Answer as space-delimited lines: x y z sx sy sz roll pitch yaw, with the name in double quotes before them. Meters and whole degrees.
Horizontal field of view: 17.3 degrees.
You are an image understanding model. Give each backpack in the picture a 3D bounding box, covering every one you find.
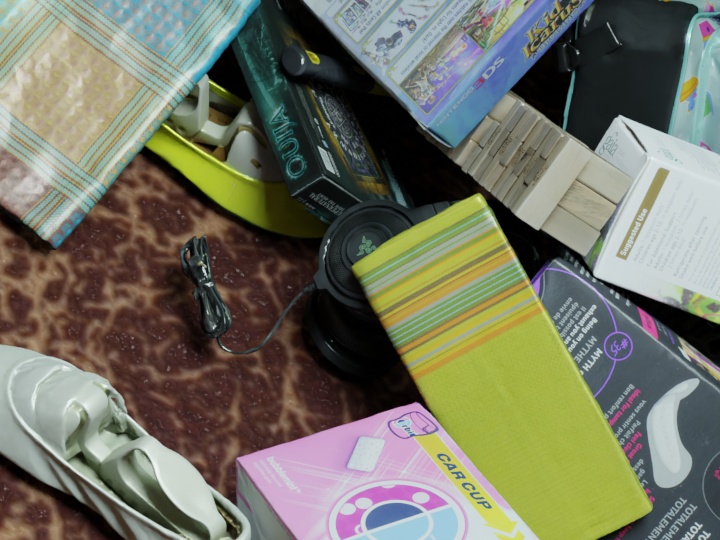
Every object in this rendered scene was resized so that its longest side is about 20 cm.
"backpack" 0.217 -0.100 1.502 0.153 0.176 0.200 14 19 24

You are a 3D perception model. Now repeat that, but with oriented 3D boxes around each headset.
"headset" 0.000 0.000 1.378 0.200 0.124 0.094 -14 62 -17

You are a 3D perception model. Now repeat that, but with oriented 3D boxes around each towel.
"towel" -0.170 -0.131 1.380 0.147 0.022 0.200 37 77 8
"towel" 0.078 0.063 1.307 0.200 0.086 0.018 61 15 -1

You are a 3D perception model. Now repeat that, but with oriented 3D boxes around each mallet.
"mallet" 0.002 -0.124 1.458 0.200 0.041 0.066 18 41 -58

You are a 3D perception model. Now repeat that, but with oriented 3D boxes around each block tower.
"block tower" 0.093 -0.068 1.385 0.058 0.054 0.200 31 8 -22

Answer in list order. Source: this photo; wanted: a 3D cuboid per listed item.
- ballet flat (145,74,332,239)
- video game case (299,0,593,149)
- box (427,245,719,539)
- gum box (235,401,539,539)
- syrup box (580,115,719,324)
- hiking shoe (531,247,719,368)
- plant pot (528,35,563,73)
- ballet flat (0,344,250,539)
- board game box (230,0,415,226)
"ballet flat" -0.091 -0.088 1.425 0.200 0.067 0.067 32 50 -4
"video game case" 0.061 -0.202 1.391 0.181 0.200 0.045 48 8 31
"box" 0.154 0.094 1.361 0.200 0.122 0.106 39 9 3
"gum box" 0.027 0.161 1.241 0.113 0.066 0.200 -16 37 -22
"syrup box" 0.227 -0.012 1.385 0.200 0.082 0.079 19 16 -16
"hiking shoe" 0.193 0.037 1.474 0.200 0.076 0.101 16 55 -15
"plant pot" 0.095 -0.204 1.517 0.200 0.186 0.187 30 35 -57
"ballet flat" -0.135 0.096 1.273 0.200 0.069 0.069 40 49 4
"board game box" -0.031 -0.110 1.445 0.135 0.028 0.200 32 32 -56
